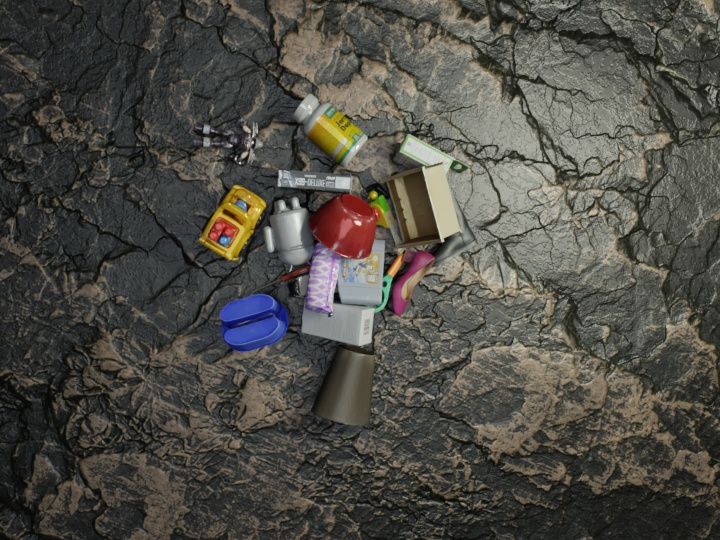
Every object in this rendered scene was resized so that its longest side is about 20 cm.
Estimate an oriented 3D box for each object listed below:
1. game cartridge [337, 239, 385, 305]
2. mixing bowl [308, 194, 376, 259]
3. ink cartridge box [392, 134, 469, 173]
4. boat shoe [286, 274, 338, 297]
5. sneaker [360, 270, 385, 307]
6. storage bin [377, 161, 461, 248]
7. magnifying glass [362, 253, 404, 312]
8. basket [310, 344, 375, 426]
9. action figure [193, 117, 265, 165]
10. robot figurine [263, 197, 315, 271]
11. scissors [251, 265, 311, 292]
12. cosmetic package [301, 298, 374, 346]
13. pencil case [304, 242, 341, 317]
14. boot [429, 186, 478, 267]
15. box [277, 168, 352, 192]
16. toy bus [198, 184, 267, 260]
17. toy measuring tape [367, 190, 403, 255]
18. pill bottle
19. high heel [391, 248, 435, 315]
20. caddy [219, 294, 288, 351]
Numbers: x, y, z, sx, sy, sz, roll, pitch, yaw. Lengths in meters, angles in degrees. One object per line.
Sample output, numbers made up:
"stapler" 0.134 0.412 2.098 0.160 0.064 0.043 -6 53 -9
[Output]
"game cartridge" 0.000 0.000 1.692 0.132 0.042 0.202 5 64 -1
"mixing bowl" -0.031 -0.136 1.634 0.199 0.201 0.109 30 121 -6
"ink cartridge box" 0.198 -0.304 1.689 0.199 0.104 0.060 26 85 -6
"boat shoe" -0.119 0.037 1.731 0.198 0.092 0.076 -5 84 -31
"sneaker" 0.025 0.094 1.739 0.087 0.074 0.202 6 95 -9
"storage bin" 0.157 -0.176 1.643 0.093 0.198 0.202 -23 100 -38
"magnifying glass" 0.072 0.033 1.725 0.080 0.022 0.201 44 69 -27
"basket" -0.035 0.327 1.731 0.178 0.136 0.202 13 91 -8
"action figure" -0.364 -0.368 1.673 0.198 0.069 0.132 8 88 -8
"robot figurine" -0.191 -0.102 1.684 0.168 0.113 0.202 -14 97 -14
"scissors" -0.227 0.025 1.718 0.198 0.073 0.014 -18 84 0
"cosmetic package" -0.065 0.142 1.690 0.198 0.071 0.103 10 97 29
"pencil case" -0.100 0.021 1.640 0.083 0.085 0.202 14 74 -29
"boot" 0.229 -0.132 1.730 0.164 0.066 0.201 -30 99 -7
"box" -0.124 -0.244 1.653 0.198 0.158 0.050 4 96 -3
"toy bus" -0.355 -0.131 1.634 0.135 0.192 0.201 31 92 -4
"toy measuring tape" 0.063 -0.135 1.726 0.073 0.074 0.202 -23 108 -1
"pill bottle" -0.087 -0.393 1.662 0.200 0.113 0.113 40 92 -6
"high heel" 0.151 0.042 1.720 0.096 0.067 0.202 18 102 39
"caddy" -0.307 0.151 1.710 0.198 0.105 0.143 -15 74 -1
